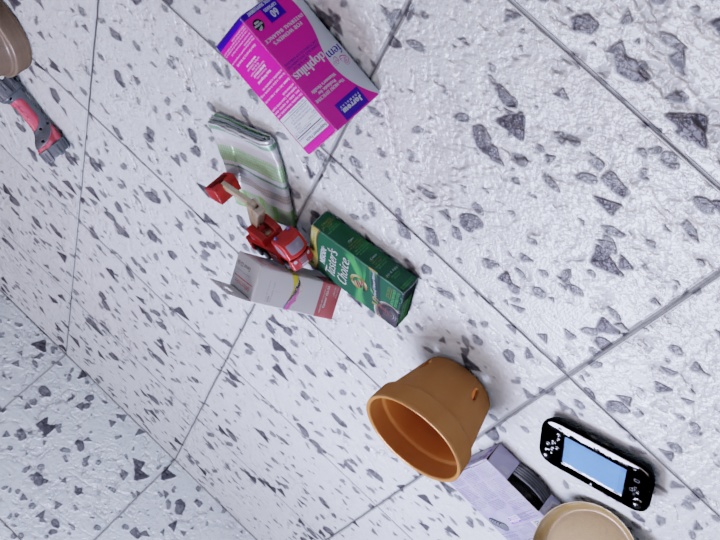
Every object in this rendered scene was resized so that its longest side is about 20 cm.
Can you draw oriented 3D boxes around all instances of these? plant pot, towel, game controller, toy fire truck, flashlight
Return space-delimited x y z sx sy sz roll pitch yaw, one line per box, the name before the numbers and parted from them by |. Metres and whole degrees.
plant pot | 0.130 0.245 1.788 0.200 0.140 0.200 33 149 23
plant pot | 0.390 0.496 1.780 0.200 0.027 0.201 -2 87 36
towel | -0.186 -0.168 1.784 0.149 0.031 0.200 27 146 32
plant pot | -0.789 -0.446 2.067 0.200 0.175 0.200 33 149 23
game controller | 0.375 0.306 1.649 0.200 0.042 0.104 26 146 30
toy fire truck | -0.174 -0.086 1.778 0.200 0.049 0.141 26 152 48
flashlight | -0.713 -0.324 2.226 0.200 0.068 0.068 52 -175 -21

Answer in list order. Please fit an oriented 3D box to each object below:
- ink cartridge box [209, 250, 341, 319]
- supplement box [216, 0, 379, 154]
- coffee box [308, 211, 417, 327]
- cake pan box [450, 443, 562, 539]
ink cartridge box | -0.148 0.022 1.800 0.200 0.068 0.116 14 -173 -29
supplement box | -0.086 -0.278 1.438 0.200 0.101 0.103 49 151 -8
coffee box | 0.000 0.000 1.741 0.200 0.044 0.123 38 151 15
cake pan box | 0.270 0.415 1.919 0.184 0.052 0.200 42 151 1
